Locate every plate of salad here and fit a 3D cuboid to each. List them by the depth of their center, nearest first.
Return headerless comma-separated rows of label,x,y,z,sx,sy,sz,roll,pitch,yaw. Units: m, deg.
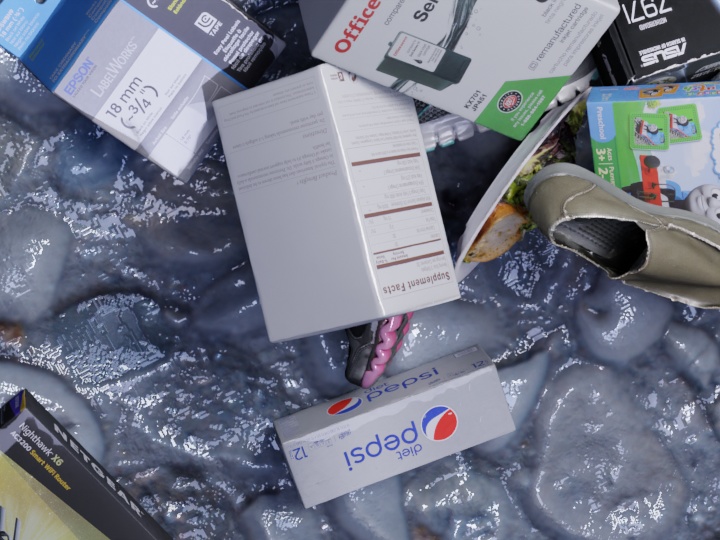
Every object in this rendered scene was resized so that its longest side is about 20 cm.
plate of salad,0.140,-0.063,1.580,0.048,0.200,0.200,36,98,9

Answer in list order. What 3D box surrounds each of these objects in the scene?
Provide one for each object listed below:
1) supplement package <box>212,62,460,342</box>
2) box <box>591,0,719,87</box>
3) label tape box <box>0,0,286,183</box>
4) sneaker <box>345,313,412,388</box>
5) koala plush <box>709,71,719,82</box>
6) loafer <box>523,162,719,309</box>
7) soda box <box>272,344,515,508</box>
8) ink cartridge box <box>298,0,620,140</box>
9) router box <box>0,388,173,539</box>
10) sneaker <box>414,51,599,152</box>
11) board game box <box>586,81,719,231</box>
supplement package,-0.018,-0.056,1.521,0.117,0.117,0.200,-13,90,36
box,0.276,-0.244,1.571,0.200,0.086,0.164,-17,80,-6
label tape box,-0.183,-0.186,1.548,0.200,0.063,0.144,34,97,-18
sneaker,0.000,0.000,1.636,0.095,0.079,0.200,11,104,9
koala plush,0.330,-0.087,1.588,0.177,0.184,0.200,-18,127,-7
loafer,0.216,-0.012,1.481,0.200,0.070,0.075,21,126,-12
soda box,0.029,0.136,1.683,0.200,0.063,0.068,-21,108,-5
ink cartridge box,0.073,-0.205,1.473,0.200,0.083,0.147,19,126,-25
router box,-0.281,0.226,1.656,0.157,0.052,0.200,-41,109,3
sneaker,0.107,-0.167,1.606,0.200,0.078,0.091,-20,105,-6
board game box,0.285,-0.073,1.503,0.200,0.037,0.151,-2,116,18
